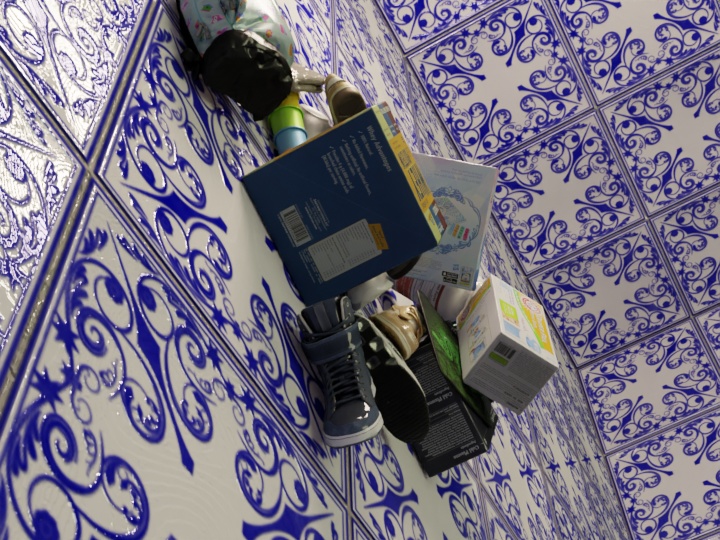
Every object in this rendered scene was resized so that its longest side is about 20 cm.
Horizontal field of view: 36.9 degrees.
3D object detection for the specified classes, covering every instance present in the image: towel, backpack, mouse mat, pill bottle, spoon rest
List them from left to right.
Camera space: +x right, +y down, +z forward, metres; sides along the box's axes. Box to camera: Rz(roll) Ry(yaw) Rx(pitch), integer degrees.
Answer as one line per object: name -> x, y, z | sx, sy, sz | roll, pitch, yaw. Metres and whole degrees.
backpack -> -0.169, -0.326, 1.460 | 0.167, 0.126, 0.202 | 37, 27, -55
towel -> -0.128, -0.309, 1.632 | 0.131, 0.035, 0.200 | 27, 13, 6
spoon rest -> -0.074, -0.210, 1.696 | 0.098, 0.061, 0.200 | 22, 16, -25
pill bottle -> 0.135, 0.016, 1.840 | 0.199, 0.113, 0.112 | 31, 0, 23
mouse mat -> 0.143, 0.135, 1.631 | 0.200, 0.007, 0.162 | 50, 19, -47

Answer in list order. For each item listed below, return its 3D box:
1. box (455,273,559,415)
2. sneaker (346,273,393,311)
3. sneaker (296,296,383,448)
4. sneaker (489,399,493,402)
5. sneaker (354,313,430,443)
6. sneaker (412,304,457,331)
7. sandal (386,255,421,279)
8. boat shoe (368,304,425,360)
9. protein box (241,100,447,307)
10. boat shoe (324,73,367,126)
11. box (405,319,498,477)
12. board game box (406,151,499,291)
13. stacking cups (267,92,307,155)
box -> 0.224, 0.111, 1.673 | 0.112, 0.102, 0.201 | 31, 23, -13
sneaker -> 0.000, 0.000, 1.637 | 0.081, 0.076, 0.200 | 61, 4, -13
sneaker -> -0.028, 0.115, 1.277 | 0.203, 0.076, 0.148 | -101, 174, -75
sneaker -> 0.194, 0.206, 1.825 | 0.079, 0.075, 0.201 | 42, -36, 23
sneaker -> 0.039, 0.144, 1.511 | 0.202, 0.074, 0.088 | 61, 9, 0
sneaker -> 0.157, 0.136, 1.937 | 0.201, 0.079, 0.076 | 59, 13, -28
sandal -> 0.047, -0.037, 1.612 | 0.048, 0.076, 0.200 | 35, 3, -16
boat shoe -> 0.061, 0.082, 1.600 | 0.074, 0.069, 0.200 | 62, -6, -9
protein box -> -0.017, -0.090, 1.454 | 0.200, 0.198, 0.135 | 62, 14, -6
boat shoe -> -0.015, -0.242, 1.746 | 0.076, 0.071, 0.201 | 56, -11, 34
box -> 0.124, 0.195, 1.681 | 0.184, 0.103, 0.200 | 63, 14, 0
board game box -> 0.110, -0.085, 1.757 | 0.043, 0.197, 0.202 | -2, 104, -75
stacking cups -> -0.104, -0.184, 1.609 | 0.061, 0.060, 0.202 | 46, 26, -52
